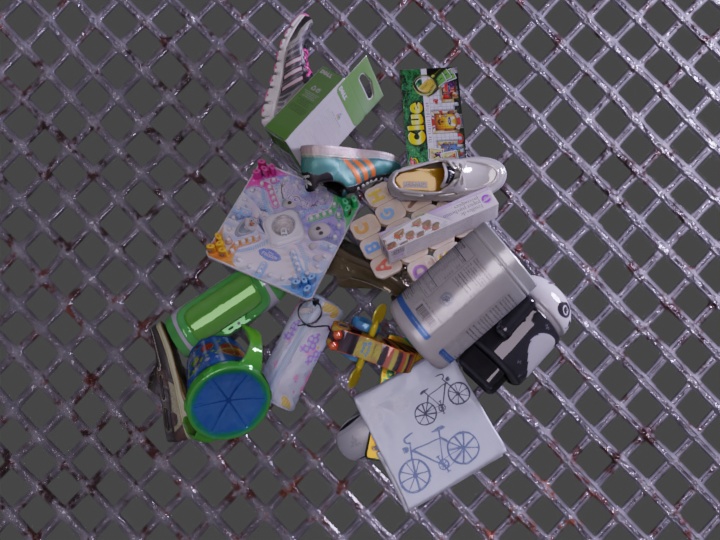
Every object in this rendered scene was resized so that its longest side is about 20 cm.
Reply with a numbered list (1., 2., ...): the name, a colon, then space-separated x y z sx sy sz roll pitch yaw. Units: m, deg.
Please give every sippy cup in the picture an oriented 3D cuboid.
1. sippy cup: -0.222 0.176 1.315 0.175 0.131 0.141 -27 123 -7

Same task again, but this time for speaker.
1. speaker: -0.224 0.062 1.380 0.198 0.088 0.089 -32 87 -1

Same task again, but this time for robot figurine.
1. robot figurine: 0.250 0.103 1.328 0.200 0.150 0.125 -46 104 -6

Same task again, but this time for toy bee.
1. toy bee: -0.011 0.116 1.265 0.196 0.109 0.134 1 96 8

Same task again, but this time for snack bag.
1. snack bag: 0.104 0.245 1.299 0.186 0.021 0.202 -28 80 -7

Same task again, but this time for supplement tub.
1. supplement tub: 0.154 0.040 1.252 0.199 0.132 0.132 -41 87 7

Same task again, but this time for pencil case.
1. pencil case: -0.103 0.132 1.371 0.082 0.091 0.203 28 88 -2

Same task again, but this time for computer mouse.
1. computer mouse: 0.048 0.251 1.386 0.199 0.044 0.111 -36 88 -2

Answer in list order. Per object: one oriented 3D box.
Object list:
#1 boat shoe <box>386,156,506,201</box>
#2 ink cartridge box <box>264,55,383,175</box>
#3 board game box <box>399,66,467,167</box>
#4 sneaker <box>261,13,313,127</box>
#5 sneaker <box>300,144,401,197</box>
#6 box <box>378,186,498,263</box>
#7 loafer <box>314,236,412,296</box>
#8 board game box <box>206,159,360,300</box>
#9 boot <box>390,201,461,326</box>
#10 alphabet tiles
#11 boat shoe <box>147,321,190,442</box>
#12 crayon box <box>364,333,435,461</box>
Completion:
1. boat shoe: 0.141 -0.149 1.327 0.195 0.070 0.073 -2 87 -1
2. ink cartridge box: -0.058 -0.265 1.374 0.059 0.104 0.200 34 78 34
3. board game box: 0.124 -0.250 1.401 0.102 0.024 0.204 -5 73 1
4. sneaker: -0.104 -0.333 1.408 0.086 0.074 0.204 17 92 2
5. sneaker: -0.016 -0.160 1.367 0.197 0.071 0.082 0 93 -36
6. box: 0.125 -0.072 1.314 0.197 0.042 0.039 -24 60 -7
7. loafer: 0.000 0.000 1.384 0.198 0.076 0.069 26 113 20
8. board game box: -0.127 -0.074 1.364 0.197 0.026 0.202 22 66 13
9. boot: 0.113 -0.003 1.396 0.199 0.064 0.188 -39 77 7
10. alphabet tiles: 0.088 -0.074 1.350 0.193 0.015 0.202 -26 63 -6
11. boat shoe: -0.326 0.190 1.380 0.065 0.072 0.205 -18 91 -6
12. crayon box: 0.082 0.215 1.343 0.116 0.058 0.204 11 80 0
